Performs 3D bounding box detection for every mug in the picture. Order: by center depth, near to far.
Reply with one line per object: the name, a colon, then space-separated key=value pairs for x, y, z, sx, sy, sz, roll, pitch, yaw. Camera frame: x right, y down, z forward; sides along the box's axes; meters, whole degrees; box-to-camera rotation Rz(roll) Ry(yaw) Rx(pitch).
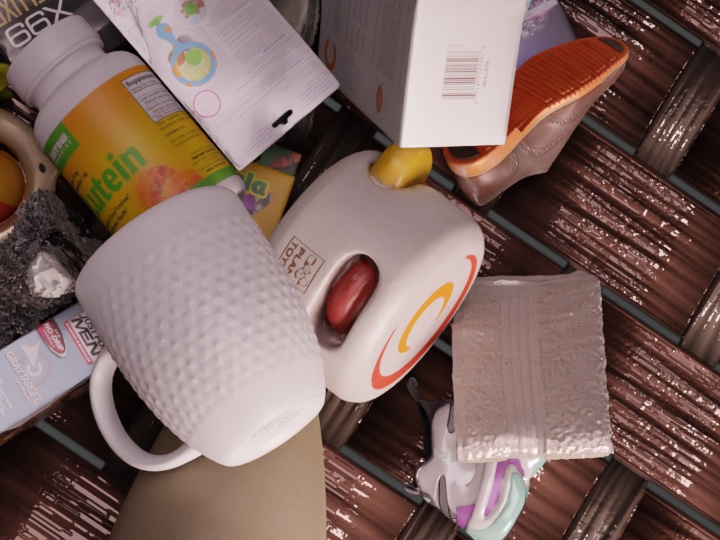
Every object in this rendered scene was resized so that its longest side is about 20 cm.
mug: x=-0.128 y=0.066 z=1.252 sx=0.200 sy=0.147 sz=0.176 roll=-41 pitch=73 yaw=20

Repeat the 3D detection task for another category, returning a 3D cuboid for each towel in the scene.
towel: x=0.144 y=0.078 z=1.394 sx=0.131 sy=0.035 sz=0.201 roll=-3 pitch=45 yaw=5

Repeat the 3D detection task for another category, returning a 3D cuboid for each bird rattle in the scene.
bird rattle: x=-0.338 y=-0.077 z=1.383 sx=0.162 sy=0.113 sz=0.201 roll=31 pitch=80 yaw=-18

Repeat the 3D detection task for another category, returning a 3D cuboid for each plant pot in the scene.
plant pot: x=-0.102 y=0.175 z=1.342 sx=0.185 sy=0.188 sz=0.202 roll=15 pitch=66 yaw=-5

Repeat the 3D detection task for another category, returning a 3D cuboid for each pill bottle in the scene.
pill bottle: x=-0.196 y=-0.106 z=1.348 sx=0.111 sy=0.111 sz=0.200 roll=-40 pitch=86 yaw=-12

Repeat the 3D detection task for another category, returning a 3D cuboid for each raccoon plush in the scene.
raccoon plush: x=-0.284 y=0.010 z=1.320 sx=0.134 sy=0.200 sz=0.097 roll=-39 pitch=89 yaw=7

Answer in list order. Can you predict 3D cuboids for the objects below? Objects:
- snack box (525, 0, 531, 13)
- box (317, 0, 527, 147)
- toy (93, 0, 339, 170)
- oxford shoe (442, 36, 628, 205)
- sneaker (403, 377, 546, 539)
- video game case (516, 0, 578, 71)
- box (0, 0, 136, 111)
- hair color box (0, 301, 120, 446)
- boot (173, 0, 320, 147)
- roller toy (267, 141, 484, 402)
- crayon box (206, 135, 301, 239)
snack box: x=0.123 y=-0.316 z=1.498 sx=0.115 sy=0.037 sz=0.201 roll=24 pitch=78 yaw=-3
box: x=0.045 y=-0.194 z=1.363 sx=0.097 sy=0.200 sz=0.126 roll=-4 pitch=116 yaw=-22
toy: x=-0.125 y=-0.192 z=1.373 sx=0.115 sy=0.047 sz=0.200 roll=-41 pitch=94 yaw=-13
oxford shoe: x=0.162 y=-0.137 z=1.480 sx=0.199 sy=0.073 sz=0.071 roll=-36 pitch=44 yaw=-9
sneaker: x=0.106 y=0.120 z=1.422 sx=0.139 sy=0.078 sz=0.201 roll=29 pitch=66 yaw=7
video game case: x=0.107 y=-0.249 z=1.513 sx=0.142 sy=0.019 sz=0.202 roll=-23 pitch=85 yaw=-11
box: x=-0.246 y=-0.259 z=1.448 sx=0.199 sy=0.050 sz=0.158 roll=-33 pitch=85 yaw=-13
hair color box: x=-0.292 y=0.104 z=1.354 sx=0.199 sy=0.099 sz=0.061 roll=-33 pitch=87 yaw=-12
boot: x=-0.105 y=-0.205 z=1.431 sx=0.129 sy=0.068 sz=0.202 roll=7 pitch=71 yaw=-18
roller toy: x=0.000 y=0.000 z=1.362 sx=0.139 sy=0.201 sz=0.182 roll=38 pitch=62 yaw=16
crayon box: x=-0.137 y=-0.035 z=1.425 sx=0.126 sy=0.051 sz=0.202 roll=18 pitch=78 yaw=-4
